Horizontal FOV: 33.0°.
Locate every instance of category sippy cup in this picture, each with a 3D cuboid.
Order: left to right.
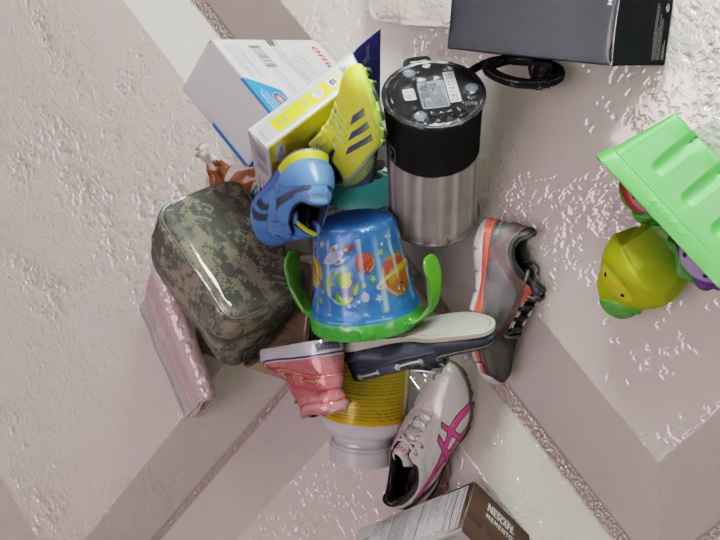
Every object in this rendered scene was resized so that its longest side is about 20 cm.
[{"bbox_3d":[0.000,0.000,1.424,0.177,0.140,0.131,-9,106,-4],"label":"sippy cup"}]

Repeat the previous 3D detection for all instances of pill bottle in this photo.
[{"bbox_3d":[0.006,0.144,1.546,0.112,0.112,0.201,10,101,35],"label":"pill bottle"}]

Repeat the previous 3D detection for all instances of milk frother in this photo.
[{"bbox_3d":[0.129,-0.152,1.415,0.199,0.181,0.189,5,139,8],"label":"milk frother"}]

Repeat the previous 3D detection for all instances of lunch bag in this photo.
[{"bbox_3d":[-0.179,0.010,1.560,0.200,0.139,0.168,53,146,18],"label":"lunch bag"}]

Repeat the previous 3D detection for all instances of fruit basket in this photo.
[{"bbox_3d":[0.319,-0.031,1.285,0.214,0.155,0.217,-3,83,23],"label":"fruit basket"}]

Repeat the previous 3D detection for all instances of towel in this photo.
[{"bbox_3d":[-0.263,0.107,1.731,0.201,0.032,0.191,67,159,10],"label":"towel"},{"bbox_3d":[0.090,-0.361,1.469,0.199,0.034,0.133,11,103,35],"label":"towel"}]

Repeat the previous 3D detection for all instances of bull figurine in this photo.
[{"bbox_3d":[-0.165,-0.125,1.658,0.199,0.065,0.122,-22,112,28],"label":"bull figurine"}]

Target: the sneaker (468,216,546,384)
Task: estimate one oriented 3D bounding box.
[{"bbox_3d":[0.177,0.039,1.435,0.081,0.077,0.201,3,101,25],"label":"sneaker"}]

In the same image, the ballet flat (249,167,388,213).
[{"bbox_3d":[-0.045,-0.110,1.571,0.199,0.072,0.072,-1,96,7],"label":"ballet flat"}]

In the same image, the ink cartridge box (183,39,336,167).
[{"bbox_3d":[-0.097,-0.213,1.524,0.146,0.199,0.084,50,124,20],"label":"ink cartridge box"}]

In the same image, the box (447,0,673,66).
[{"bbox_3d":[0.216,-0.268,1.322,0.199,0.141,0.079,14,103,35],"label":"box"}]

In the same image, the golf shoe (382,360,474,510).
[{"bbox_3d":[0.083,0.209,1.512,0.072,0.092,0.201,24,108,33],"label":"golf shoe"}]

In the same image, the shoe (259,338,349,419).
[{"bbox_3d":[-0.070,0.135,1.494,0.200,0.071,0.092,163,100,-67],"label":"shoe"}]

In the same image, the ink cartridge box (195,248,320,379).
[{"bbox_3d":[-0.128,0.050,1.657,0.199,0.075,0.166,14,103,35],"label":"ink cartridge box"}]

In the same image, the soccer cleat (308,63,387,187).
[{"bbox_3d":[-0.016,-0.152,1.340,0.083,0.200,0.065,-8,63,-4],"label":"soccer cleat"}]

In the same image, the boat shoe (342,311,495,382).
[{"bbox_3d":[0.069,0.095,1.421,0.199,0.075,0.062,-11,103,24],"label":"boat shoe"}]

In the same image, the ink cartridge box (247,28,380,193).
[{"bbox_3d":[-0.039,-0.164,1.440,0.047,0.200,0.198,48,165,19],"label":"ink cartridge box"}]

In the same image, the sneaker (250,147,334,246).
[{"bbox_3d":[-0.081,-0.061,1.392,0.200,0.066,0.079,131,135,-59],"label":"sneaker"}]

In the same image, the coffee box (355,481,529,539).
[{"bbox_3d":[0.094,0.352,1.502,0.199,0.080,0.113,-30,113,35],"label":"coffee box"}]
